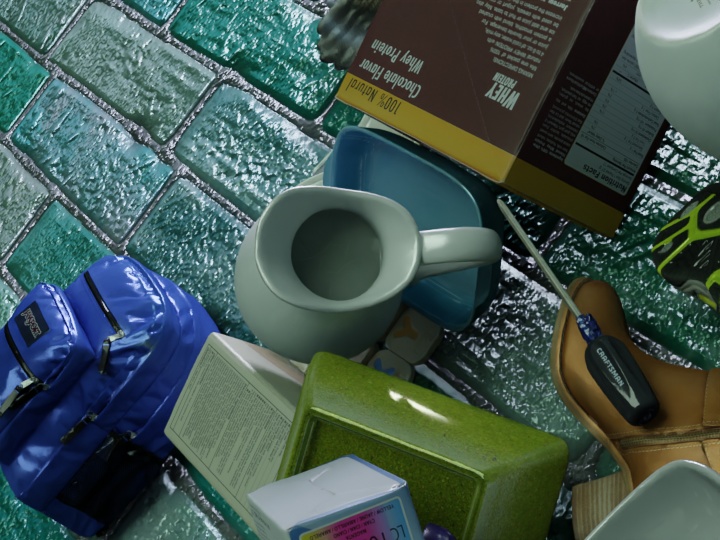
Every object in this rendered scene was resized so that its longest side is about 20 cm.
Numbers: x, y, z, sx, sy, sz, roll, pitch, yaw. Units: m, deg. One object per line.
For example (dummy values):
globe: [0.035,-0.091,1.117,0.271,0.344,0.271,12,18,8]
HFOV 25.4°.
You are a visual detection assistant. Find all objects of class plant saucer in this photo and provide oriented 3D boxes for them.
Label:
plant saucer: [0.013,0.174,1.023,0.198,0.048,0.202,18,95,29]

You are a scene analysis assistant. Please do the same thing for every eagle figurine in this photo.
eagle figurine: [0.036,-0.288,1.404,0.152,0.151,0.201,-36,-19,-49]

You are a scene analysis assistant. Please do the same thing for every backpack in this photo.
backpack: [-0.217,0.090,1.314,0.200,0.168,0.163,-44,46,4]

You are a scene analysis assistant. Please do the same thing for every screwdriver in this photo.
screwdriver: [0.133,0.017,1.006,0.029,0.028,0.201,-57,44,36]

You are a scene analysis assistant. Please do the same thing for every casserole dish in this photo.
casserole dish: [0.044,-0.037,1.193,0.200,0.039,0.122,33,130,45]

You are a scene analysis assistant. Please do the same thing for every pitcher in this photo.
pitcher: [0.000,0.000,1.124,0.200,0.170,0.122,133,137,-77]
pitcher: [0.248,-0.129,0.996,0.121,0.200,0.172,-35,41,19]

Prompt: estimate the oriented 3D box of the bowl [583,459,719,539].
bowl: [0.171,0.223,0.820,0.200,0.074,0.200,-50,38,9]

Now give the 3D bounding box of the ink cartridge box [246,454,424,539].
ink cartridge box: [0.007,0.216,0.896,0.076,0.202,0.136,-17,5,-12]

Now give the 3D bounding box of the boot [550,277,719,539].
boot: [0.203,0.079,0.988,0.154,0.073,0.202,-22,59,33]

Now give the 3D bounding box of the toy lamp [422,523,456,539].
toy lamp: [0.134,0.183,0.928,0.198,0.058,0.059,4,60,13]

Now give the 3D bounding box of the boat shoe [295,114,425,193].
boat shoe: [-0.005,-0.068,1.299,0.201,0.073,0.062,-53,-5,7]

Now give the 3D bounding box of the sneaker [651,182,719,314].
sneaker: [0.245,0.008,1.003,0.075,0.076,0.200,-45,22,11]

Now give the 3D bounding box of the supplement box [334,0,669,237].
supplement box: [0.123,-0.163,1.153,0.197,0.132,0.201,32,98,46]

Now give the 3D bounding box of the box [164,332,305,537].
box: [-0.057,0.134,1.178,0.200,0.077,0.096,38,104,50]

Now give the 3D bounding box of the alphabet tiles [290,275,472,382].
alphabet tiles: [0.000,0.024,1.267,0.201,0.015,0.195,-55,39,-2]
